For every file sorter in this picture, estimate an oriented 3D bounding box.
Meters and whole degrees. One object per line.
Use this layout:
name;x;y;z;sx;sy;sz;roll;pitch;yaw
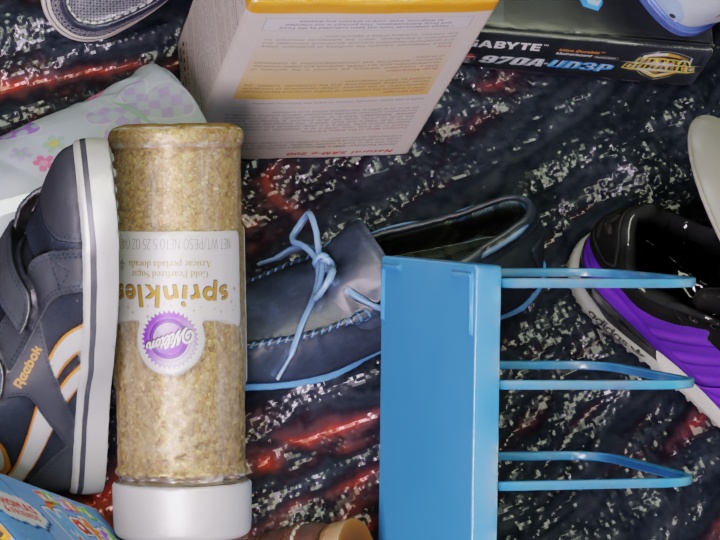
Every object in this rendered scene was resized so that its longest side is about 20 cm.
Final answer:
file sorter;0.085;0.096;1.256;0.122;0.139;0.201;1;92;-17

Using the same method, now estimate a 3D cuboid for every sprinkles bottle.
sprinkles bottle;-0.088;0.030;1.270;0.068;0.068;0.201;-1;91;-13

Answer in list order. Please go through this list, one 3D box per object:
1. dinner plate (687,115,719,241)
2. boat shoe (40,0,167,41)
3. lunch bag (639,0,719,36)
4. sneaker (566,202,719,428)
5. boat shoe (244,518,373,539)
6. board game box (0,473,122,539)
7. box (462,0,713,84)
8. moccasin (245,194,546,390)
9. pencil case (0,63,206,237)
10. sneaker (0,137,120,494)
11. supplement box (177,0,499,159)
dinner plate;0.237;-0.001;1.359;0.200;0.024;0.201;41;27;-27
boat shoe;-0.088;-0.185;1.352;0.200;0.093;0.075;-44;114;11
lunch bag;0.169;-0.236;1.421;0.160;0.075;0.200;-38;95;-39
sneaker;0.202;0.032;1.365;0.200;0.100;0.070;33;66;4
boat shoe;-0.022;0.221;1.257;0.070;0.070;0.201;-11;71;23
board game box;-0.107;0.171;1.183;0.037;0.151;0.200;-47;62;5
box;0.113;-0.207;1.481;0.158;0.046;0.201;5;65;-10
moccasin;0.000;0.000;1.344;0.199;0.068;0.081;-19;48;-21
pencil case;-0.167;-0.033;1.320;0.199;0.083;0.091;-27;39;-22
sneaker;-0.155;0.027;1.240;0.079;0.201;0.079;1;35;-11
supplement box;-0.016;-0.126;1.331;0.125;0.200;0.074;-2;71;-15
